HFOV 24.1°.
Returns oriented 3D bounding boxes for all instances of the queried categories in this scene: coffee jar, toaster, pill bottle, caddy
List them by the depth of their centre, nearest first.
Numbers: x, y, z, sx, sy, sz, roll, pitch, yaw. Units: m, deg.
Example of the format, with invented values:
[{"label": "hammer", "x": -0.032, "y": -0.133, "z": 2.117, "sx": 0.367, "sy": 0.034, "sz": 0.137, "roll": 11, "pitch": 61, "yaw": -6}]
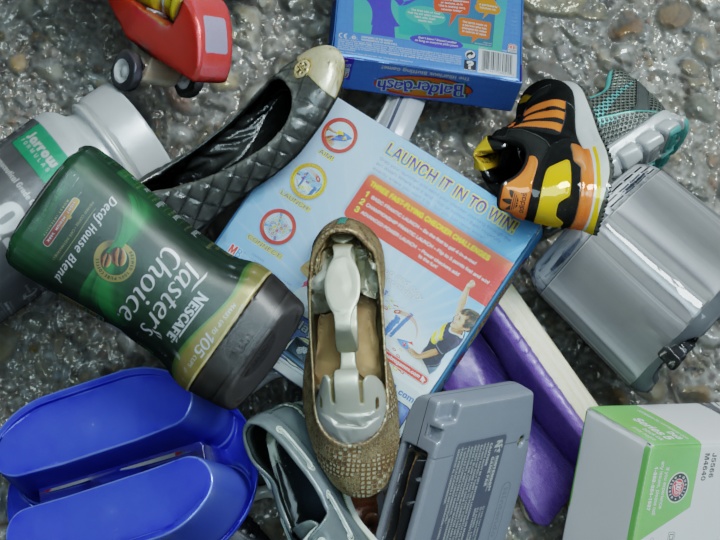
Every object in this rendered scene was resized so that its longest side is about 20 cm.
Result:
[{"label": "coffee jar", "x": -0.141, "y": 0.008, "z": 1.186, "sx": 0.200, "sy": 0.085, "sz": 0.104, "roll": 35, "pitch": 89, "yaw": 0}, {"label": "caddy", "x": -0.176, "y": 0.154, "z": 1.253, "sx": 0.200, "sy": 0.105, "sz": 0.142, "roll": -18, "pitch": 68, "yaw": 6}, {"label": "pill bottle", "x": -0.246, "y": -0.048, "z": 1.278, "sx": 0.200, "sy": 0.113, "sz": 0.113, "roll": -37, "pitch": 86, "yaw": -12}, {"label": "toaster", "x": 0.217, "y": 0.004, "z": 1.297, "sx": 0.129, "sy": 0.114, "sz": 0.200, "roll": 42, "pitch": 34, "yaw": 8}]

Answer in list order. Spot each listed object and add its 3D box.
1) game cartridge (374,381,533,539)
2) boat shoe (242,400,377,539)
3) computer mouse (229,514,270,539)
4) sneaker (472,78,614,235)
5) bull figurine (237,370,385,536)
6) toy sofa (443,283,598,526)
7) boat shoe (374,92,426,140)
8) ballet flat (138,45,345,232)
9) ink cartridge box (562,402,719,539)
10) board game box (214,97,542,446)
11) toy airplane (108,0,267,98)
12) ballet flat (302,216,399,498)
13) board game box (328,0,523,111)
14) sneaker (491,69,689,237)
[{"label": "game cartridge", "x": 0.066, "y": 0.180, "z": 1.251, "sx": 0.041, "sy": 0.133, "sz": 0.200, "roll": 23, "pitch": 105, "yaw": 31}, {"label": "boat shoe", "x": -0.033, "y": 0.190, "z": 1.210, "sx": 0.062, "sy": 0.073, "sz": 0.200, "roll": 0, "pitch": 66, "yaw": -50}, {"label": "computer mouse", "x": -0.066, "y": 0.247, "z": 1.276, "sx": 0.200, "sy": 0.034, "sz": 0.059, "roll": 44, "pitch": 97, "yaw": 6}, {"label": "sneaker", "x": 0.124, "y": -0.094, "z": 1.246, "sx": 0.090, "sy": 0.200, "sz": 0.070, "roll": 6, "pitch": 118, "yaw": -10}, {"label": "bull figurine", "x": -0.030, "y": 0.138, "z": 1.295, "sx": 0.121, "sy": 0.065, "sz": 0.200, "roll": 6, "pitch": 75, "yaw": 0}, {"label": "toy sofa", "x": 0.128, "y": 0.097, "z": 1.314, "sx": 0.098, "sy": 0.083, "sz": 0.200, "roll": -34, "pitch": 86, "yaw": -13}, {"label": "boat shoe", "x": -0.020, "y": -0.069, "z": 1.329, "sx": 0.067, "sy": 0.074, "sz": 0.200, "roll": 31, "pitch": 78, "yaw": -3}, {"label": "ballet flat", "x": -0.090, "y": -0.093, "z": 1.234, "sx": 0.200, "sy": 0.066, "sz": 0.057, "roll": -42, "pitch": 129, "yaw": 5}, {"label": "ink cartridge box", "x": 0.258, "y": 0.179, "z": 1.258, "sx": 0.200, "sy": 0.084, "sz": 0.146, "roll": 1, "pitch": 105, "yaw": -29}, {"label": "board game box", "x": 0.000, "y": 0.000, "z": 1.257, "sx": 0.200, "sy": 0.056, "sz": 0.196, "roll": 33, "pitch": 85, "yaw": 10}, {"label": "toy airplane", "x": -0.159, "y": -0.245, "z": 1.287, "sx": 0.199, "sy": 0.141, "sz": 0.200, "roll": 34, "pitch": 33, "yaw": -10}, {"label": "ballet flat", "x": -0.011, "y": 0.059, "z": 1.187, "sx": 0.070, "sy": 0.065, "sz": 0.200, "roll": -7, "pitch": 80, "yaw": 5}, {"label": "board game box", "x": 0.055, "y": -0.230, "z": 1.354, "sx": 0.152, "sy": 0.045, "sz": 0.200, "roll": 8, "pitch": 61, "yaw": -5}, {"label": "sneaker", "x": 0.163, "y": -0.092, "z": 1.367, "sx": 0.200, "sy": 0.078, "sz": 0.091, "roll": -29, "pitch": 68, "yaw": -14}]
